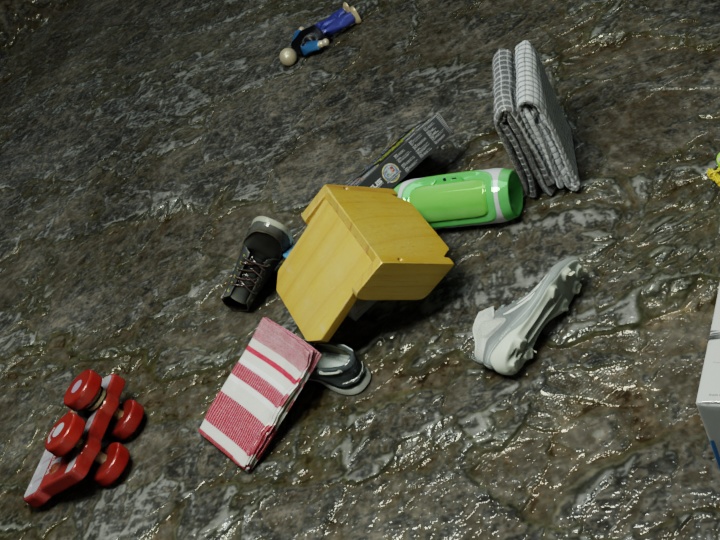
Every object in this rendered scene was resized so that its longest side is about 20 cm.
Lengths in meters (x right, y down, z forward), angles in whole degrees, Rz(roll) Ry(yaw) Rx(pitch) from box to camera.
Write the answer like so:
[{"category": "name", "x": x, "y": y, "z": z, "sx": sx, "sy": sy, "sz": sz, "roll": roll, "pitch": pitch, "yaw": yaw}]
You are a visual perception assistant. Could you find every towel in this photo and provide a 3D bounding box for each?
[{"category": "towel", "x": 0.266, "y": -0.229, "z": 1.524, "sx": 0.085, "sy": 0.200, "sz": 0.166, "roll": -18, "pitch": 40, "yaw": 21}, {"category": "towel", "x": -0.152, "y": 0.177, "z": 1.433, "sx": 0.144, "sy": 0.023, "sz": 0.200, "roll": 26, "pitch": 84, "yaw": 47}]

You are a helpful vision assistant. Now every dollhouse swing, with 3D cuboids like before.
[{"category": "dollhouse swing", "x": 0.000, "y": 0.000, "z": 1.466, "sx": 0.181, "sy": 0.176, "sz": 0.200, "roll": 1, "pitch": 35, "yaw": -33}]

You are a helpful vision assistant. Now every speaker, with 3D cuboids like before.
[{"category": "speaker", "x": 0.152, "y": -0.111, "z": 1.556, "sx": 0.199, "sy": 0.089, "sz": 0.089, "roll": -5, "pitch": 45, "yaw": 28}]

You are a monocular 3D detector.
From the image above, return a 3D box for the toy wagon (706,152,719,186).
[{"category": "toy wagon", "x": 0.589, "y": -0.186, "z": 1.399, "sx": 0.200, "sy": 0.040, "sz": 0.155, "roll": -28, "pitch": 38, "yaw": 2}]

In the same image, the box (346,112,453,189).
[{"category": "box", "x": 0.048, "y": -0.174, "z": 1.662, "sx": 0.200, "sy": 0.044, "sz": 0.160, "roll": -43, "pitch": 8, "yaw": -16}]

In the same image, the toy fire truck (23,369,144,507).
[{"category": "toy fire truck", "x": -0.439, "y": 0.257, "z": 1.521, "sx": 0.168, "sy": 0.112, "sz": 0.200, "roll": -29, "pitch": 33, "yaw": 32}]

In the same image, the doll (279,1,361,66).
[{"category": "doll", "x": -0.096, "y": -0.524, "z": 2.190, "sx": 0.200, "sy": 0.049, "sz": 0.136, "roll": -34, "pitch": 38, "yaw": -6}]

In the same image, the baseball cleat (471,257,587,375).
[{"category": "baseball cleat", "x": 0.222, "y": 0.051, "z": 1.348, "sx": 0.106, "sy": 0.070, "sz": 0.200, "roll": 18, "pitch": 58, "yaw": 43}]

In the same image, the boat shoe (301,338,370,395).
[{"category": "boat shoe", "x": -0.074, "y": 0.129, "z": 1.455, "sx": 0.199, "sy": 0.060, "sz": 0.076, "roll": 5, "pitch": 50, "yaw": 36}]

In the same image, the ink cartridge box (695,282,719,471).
[{"category": "ink cartridge box", "x": 0.441, "y": 0.111, "z": 1.082, "sx": 0.086, "sy": 0.147, "sz": 0.200, "roll": -3, "pitch": 45, "yaw": 32}]

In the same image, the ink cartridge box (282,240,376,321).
[{"category": "ink cartridge box", "x": -0.014, "y": -0.001, "z": 1.545, "sx": 0.115, "sy": 0.068, "sz": 0.200, "roll": -42, "pitch": 46, "yaw": -14}]

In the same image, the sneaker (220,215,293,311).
[{"category": "sneaker", "x": -0.169, "y": -0.005, "z": 1.595, "sx": 0.075, "sy": 0.200, "sz": 0.106, "roll": 25, "pitch": 62, "yaw": -3}]
